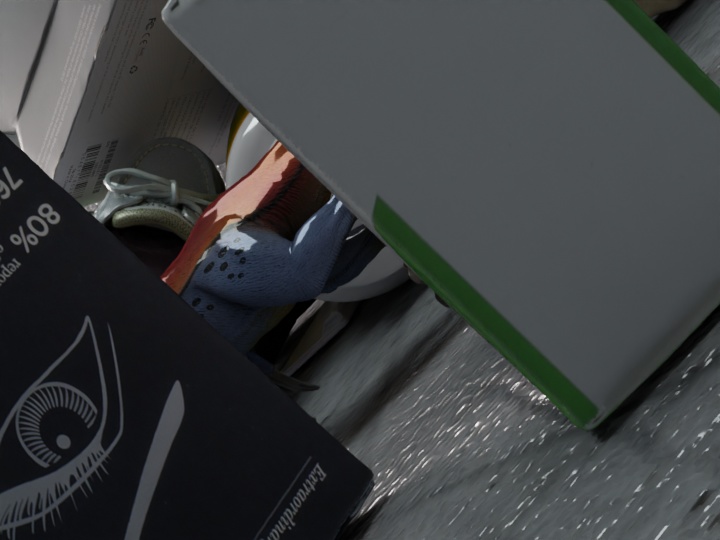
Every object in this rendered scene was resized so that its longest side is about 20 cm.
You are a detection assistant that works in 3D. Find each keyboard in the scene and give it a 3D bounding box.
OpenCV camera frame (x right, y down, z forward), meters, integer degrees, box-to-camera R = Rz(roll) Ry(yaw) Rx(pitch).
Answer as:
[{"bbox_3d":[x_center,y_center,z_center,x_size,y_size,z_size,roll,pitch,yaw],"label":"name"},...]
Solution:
[{"bbox_3d":[0.000,0.000,1.017,0.056,0.011,0.200,-49,4,29],"label":"keyboard"}]

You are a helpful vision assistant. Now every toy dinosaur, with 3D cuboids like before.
[{"bbox_3d":[-0.055,0.012,0.731,0.180,0.202,0.105,-13,-2,12],"label":"toy dinosaur"}]

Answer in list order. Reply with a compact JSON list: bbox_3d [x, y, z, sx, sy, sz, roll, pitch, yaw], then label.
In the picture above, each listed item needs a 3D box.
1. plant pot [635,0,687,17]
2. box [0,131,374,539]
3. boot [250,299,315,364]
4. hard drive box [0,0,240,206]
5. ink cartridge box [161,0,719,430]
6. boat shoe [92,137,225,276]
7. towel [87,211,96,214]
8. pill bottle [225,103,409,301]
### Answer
[{"bbox_3d":[0.070,-0.187,0.855,0.200,0.183,0.201,-43,11,11],"label":"plant pot"},{"bbox_3d":[-0.119,0.064,0.553,0.104,0.200,0.148,-40,8,44],"label":"box"},{"bbox_3d":[-0.100,0.053,1.037,0.200,0.076,0.168,-39,8,35],"label":"boot"},{"bbox_3d":[-0.093,-0.128,0.973,0.199,0.077,0.156,-20,-32,-45],"label":"hard drive box"},{"bbox_3d":[0.025,-0.048,0.525,0.084,0.145,0.200,-46,7,2],"label":"ink cartridge box"},{"bbox_3d":[-0.100,0.003,0.874,0.203,0.074,0.065,-75,1,-46],"label":"boat shoe"},{"bbox_3d":[-0.161,-0.005,1.049,0.152,0.024,0.200,-24,-7,23],"label":"towel"},{"bbox_3d":[-0.012,-0.048,0.904,0.109,0.109,0.200,-46,9,5],"label":"pill bottle"}]
